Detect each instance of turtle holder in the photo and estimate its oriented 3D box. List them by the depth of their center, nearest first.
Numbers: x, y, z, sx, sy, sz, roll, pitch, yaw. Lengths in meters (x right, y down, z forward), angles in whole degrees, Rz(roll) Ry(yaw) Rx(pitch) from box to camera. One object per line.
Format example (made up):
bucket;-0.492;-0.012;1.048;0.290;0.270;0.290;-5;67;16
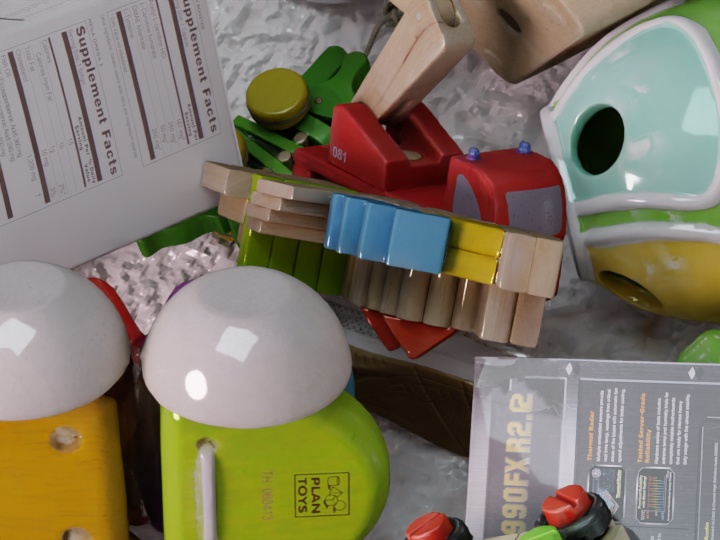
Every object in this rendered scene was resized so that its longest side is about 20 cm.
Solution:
turtle holder;0.155;-0.029;1.149;0.131;0.141;0.186;-13;91;3

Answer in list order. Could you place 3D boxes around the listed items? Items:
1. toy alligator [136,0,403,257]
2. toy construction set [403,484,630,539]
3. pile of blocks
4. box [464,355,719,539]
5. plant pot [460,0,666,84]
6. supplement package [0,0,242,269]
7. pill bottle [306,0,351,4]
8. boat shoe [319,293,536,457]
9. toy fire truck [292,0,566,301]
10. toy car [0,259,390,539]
toy alligator;-0.022;-0.066;1.244;0.200;0.059;0.054;-43;59;-18
toy construction set;0.040;0.147;0.964;0.199;0.092;0.131;1;30;26
pile of blocks;0.000;0.000;1.085;0.200;0.082;0.062;15;96;48
box;0.119;0.137;1.043;0.158;0.048;0.201;1;77;13
plant pot;0.100;-0.201;1.194;0.177;0.200;0.200;-43;93;-12
supplement package;-0.166;-0.057;1.135;0.200;0.110;0.114;-25;23;-36
pill bottle;0.007;-0.243;1.327;0.114;0.114;0.200;23;63;24
boat shoe;0.027;0.031;1.161;0.199;0.071;0.069;17;59;21
toy fire truck;0.019;-0.078;1.159;0.049;0.141;0.200;-9;25;-37
toy car;-0.086;0.065;1.085;0.199;0.176;0.150;1;30;3
